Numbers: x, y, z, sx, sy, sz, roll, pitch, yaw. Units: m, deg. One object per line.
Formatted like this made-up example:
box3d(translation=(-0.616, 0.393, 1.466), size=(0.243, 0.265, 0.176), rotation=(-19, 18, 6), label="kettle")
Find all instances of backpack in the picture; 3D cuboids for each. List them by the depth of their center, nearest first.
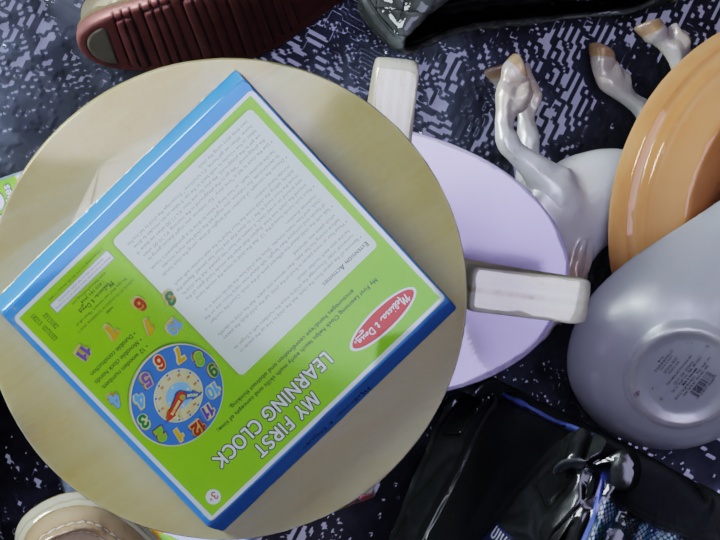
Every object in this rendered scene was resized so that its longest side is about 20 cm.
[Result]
box3d(translation=(0.087, 0.174, 1.086), size=(0.146, 0.183, 0.201), rotation=(26, 89, -19), label="backpack")

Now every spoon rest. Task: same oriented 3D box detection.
box3d(translation=(0.176, 0.003, 1.083), size=(0.099, 0.061, 0.200), rotation=(33, 114, -15), label="spoon rest")

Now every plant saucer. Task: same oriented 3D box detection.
box3d(translation=(0.214, -0.024, 1.146), size=(0.199, 0.037, 0.202), rotation=(-4, 99, -24), label="plant saucer")

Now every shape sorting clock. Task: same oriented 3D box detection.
box3d(translation=(-0.054, 0.013, 0.971), size=(0.198, 0.039, 0.202), rotation=(-1, 98, -5), label="shape sorting clock")

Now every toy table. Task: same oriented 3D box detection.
box3d(translation=(0.000, 0.000, 1.053), size=(0.198, 0.117, 0.185), rotation=(-5, 94, -3), label="toy table")

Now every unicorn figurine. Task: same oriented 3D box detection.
box3d(translation=(0.105, -0.040, 1.148), size=(0.199, 0.074, 0.138), rotation=(-16, 89, -6), label="unicorn figurine")

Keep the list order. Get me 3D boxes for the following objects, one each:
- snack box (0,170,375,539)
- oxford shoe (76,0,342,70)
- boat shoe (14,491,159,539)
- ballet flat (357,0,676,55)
box3d(translation=(-0.091, 0.036, 1.134), size=(0.141, 0.053, 0.201), rotation=(-19, 91, -5), label="snack box")
box3d(translation=(-0.048, -0.156, 1.149), size=(0.199, 0.071, 0.075), rotation=(-19, 65, -6), label="oxford shoe")
box3d(translation=(-0.097, 0.194, 1.089), size=(0.073, 0.069, 0.201), rotation=(-27, 113, -1), label="boat shoe")
box3d(translation=(0.091, -0.133, 1.141), size=(0.199, 0.067, 0.057), rotation=(-9, 59, -20), label="ballet flat")
